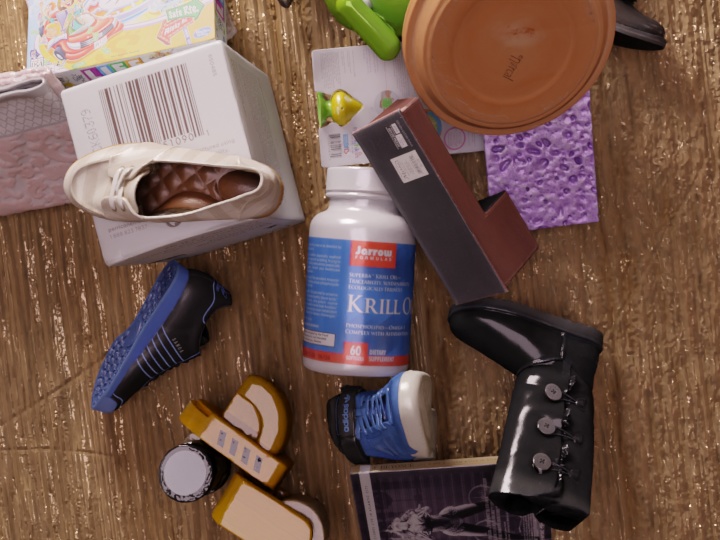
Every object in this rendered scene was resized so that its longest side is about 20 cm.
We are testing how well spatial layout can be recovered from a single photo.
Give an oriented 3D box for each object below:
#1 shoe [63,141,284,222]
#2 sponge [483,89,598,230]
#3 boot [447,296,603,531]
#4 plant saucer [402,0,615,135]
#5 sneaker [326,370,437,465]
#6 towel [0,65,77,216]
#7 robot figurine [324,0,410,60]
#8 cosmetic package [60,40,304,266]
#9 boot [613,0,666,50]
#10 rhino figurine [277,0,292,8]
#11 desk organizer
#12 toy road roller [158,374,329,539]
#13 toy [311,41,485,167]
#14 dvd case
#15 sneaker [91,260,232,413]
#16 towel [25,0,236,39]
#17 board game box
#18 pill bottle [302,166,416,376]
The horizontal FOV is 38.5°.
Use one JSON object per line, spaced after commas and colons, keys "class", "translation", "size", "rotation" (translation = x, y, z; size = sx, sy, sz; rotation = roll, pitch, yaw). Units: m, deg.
{"class": "shoe", "translation": [-0.166, -0.076, 0.888], "size": [0.196, 0.053, 0.071], "rotation": [1, 91, 7]}
{"class": "sponge", "translation": [0.177, -0.140, 1.033], "size": [0.110, 0.030, 0.204], "rotation": [-5, 105, 7]}
{"class": "boot", "translation": [0.149, 0.135, 1.002], "size": [0.162, 0.066, 0.203], "rotation": [11, 60, 6]}
{"class": "plant saucer", "translation": [0.137, -0.211, 0.943], "size": [0.196, 0.033, 0.203], "rotation": [-3, 129, -4]}
{"class": "sneaker", "translation": [0.016, 0.145, 1.008], "size": [0.109, 0.200, 0.078], "rotation": [1, 73, 7]}
{"class": "towel", "translation": [-0.367, -0.121, 1.058], "size": [0.196, 0.192, 0.033], "rotation": [-9, 58, 8]}
{"class": "robot figurine", "translation": [0.045, -0.286, 0.998], "size": [0.197, 0.117, 0.176], "rotation": [12, 50, 30]}
{"class": "cosmetic package", "translation": [-0.165, -0.107, 1.015], "size": [0.162, 0.200, 0.168], "rotation": [-15, 89, 8]}
{"class": "boot", "translation": [0.250, -0.331, 1.017], "size": [0.198, 0.069, 0.176], "rotation": [32, 97, 7]}
{"class": "rhino figurine", "translation": [-0.102, -0.376, 1.064], "size": [0.087, 0.060, 0.201], "rotation": [-37, 87, -12]}
{"class": "desk organizer", "translation": [0.086, -0.076, 1.001], "size": [0.071, 0.077, 0.202], "rotation": [-17, 110, 49]}
{"class": "toy road roller", "translation": [-0.100, 0.199, 1.064], "size": [0.199, 0.123, 0.147], "rotation": [33, 85, 5]}
{"class": "toy", "translation": [0.050, -0.175, 1.054], "size": [0.196, 0.047, 0.117], "rotation": [-8, 105, -10]}
{"class": "dvd case", "translation": [0.096, 0.254, 1.058], "size": [0.196, 0.016, 0.151], "rotation": [-6, 120, 7]}
{"class": "sneaker", "translation": [-0.213, 0.084, 1.098], "size": [0.077, 0.071, 0.201], "rotation": [27, 114, -26]}
{"class": "towel", "translation": [-0.247, -0.282, 1.072], "size": [0.198, 0.032, 0.193], "rotation": [-27, 71, 6]}
{"class": "board game box", "translation": [-0.230, -0.258, 1.014], "size": [0.197, 0.034, 0.137], "rotation": [-10, 70, 11]}
{"class": "pill bottle", "translation": [0.000, 0.000, 1.042], "size": [0.110, 0.112, 0.204], "rotation": [3, 92, 7]}
